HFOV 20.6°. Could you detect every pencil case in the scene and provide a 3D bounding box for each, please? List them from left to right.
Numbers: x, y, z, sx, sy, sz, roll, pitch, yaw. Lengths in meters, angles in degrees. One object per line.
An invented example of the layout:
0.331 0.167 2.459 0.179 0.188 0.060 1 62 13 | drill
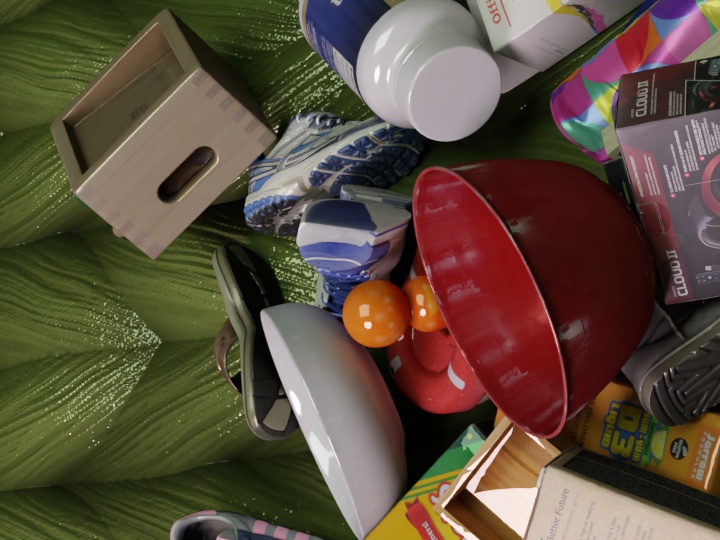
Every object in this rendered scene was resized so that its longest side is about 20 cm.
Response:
0.227 -0.152 1.397 0.200 0.088 0.089 -41 55 30 | pencil case

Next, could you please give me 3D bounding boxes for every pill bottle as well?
0.035 -0.183 1.602 0.111 0.111 0.200 -59 36 14 | pill bottle

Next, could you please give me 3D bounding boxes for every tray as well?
0.159 0.196 1.408 0.200 0.037 0.099 41 111 12 | tray

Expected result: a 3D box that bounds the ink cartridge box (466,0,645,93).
0.152 -0.241 1.564 0.200 0.067 0.117 -34 59 32 | ink cartridge box

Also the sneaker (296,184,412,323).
0.000 0.000 1.591 0.080 0.199 0.116 10 100 9 | sneaker

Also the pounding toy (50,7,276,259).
-0.184 -0.103 1.784 0.200 0.142 0.184 -44 30 8 | pounding toy

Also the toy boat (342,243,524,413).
0.049 0.027 1.511 0.200 0.130 0.131 102 153 -51 | toy boat

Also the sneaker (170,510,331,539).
-0.077 0.246 1.641 0.200 0.082 0.070 8 84 43 | sneaker

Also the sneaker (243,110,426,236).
-0.029 -0.106 1.694 0.200 0.077 0.085 -26 59 35 | sneaker

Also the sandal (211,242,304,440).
-0.095 0.067 1.710 0.057 0.080 0.201 -37 47 24 | sandal

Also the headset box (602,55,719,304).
0.263 -0.067 1.315 0.199 0.149 0.075 -11 33 18 | headset box

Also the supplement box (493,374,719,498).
0.196 0.113 1.437 0.200 0.069 0.067 16 93 41 | supplement box

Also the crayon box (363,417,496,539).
0.073 0.226 1.508 0.127 0.051 0.200 48 114 19 | crayon box

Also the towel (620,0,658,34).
0.262 -0.163 1.461 0.200 0.049 0.148 -54 46 16 | towel

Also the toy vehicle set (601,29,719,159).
0.280 -0.118 1.357 0.200 0.124 0.027 -41 33 30 | toy vehicle set

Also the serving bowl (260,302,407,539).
-0.011 0.110 1.571 0.066 0.200 0.200 -24 56 -8 | serving bowl

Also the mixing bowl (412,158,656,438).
0.130 0.003 1.341 0.200 0.108 0.200 56 161 32 | mixing bowl

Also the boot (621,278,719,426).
0.230 0.015 1.428 0.181 0.073 0.200 -26 28 -6 | boot

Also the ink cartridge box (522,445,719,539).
0.182 0.242 1.347 0.164 0.075 0.201 21 106 19 | ink cartridge box
